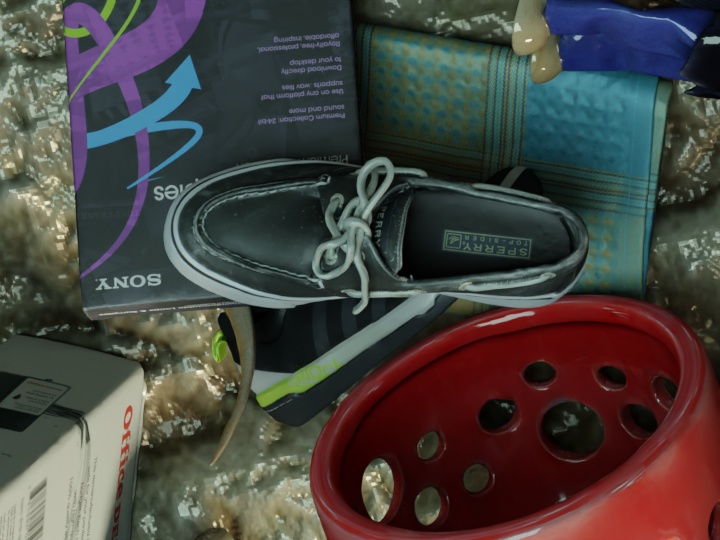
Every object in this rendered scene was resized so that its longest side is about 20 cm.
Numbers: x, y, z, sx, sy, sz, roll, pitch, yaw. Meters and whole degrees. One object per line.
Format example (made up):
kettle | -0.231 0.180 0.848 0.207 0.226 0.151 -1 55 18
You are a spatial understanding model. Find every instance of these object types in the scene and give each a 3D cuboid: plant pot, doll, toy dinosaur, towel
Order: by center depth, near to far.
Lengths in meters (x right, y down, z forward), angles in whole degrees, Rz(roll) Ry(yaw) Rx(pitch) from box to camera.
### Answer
doll | 0.176 -0.096 1.383 0.200 0.136 0.049 12 78 17
plant pot | 0.097 0.136 1.449 0.200 0.201 0.183 -11 122 21
toy dinosaur | -0.071 -0.008 1.498 0.106 0.060 0.200 -60 44 28
towel | 0.053 -0.046 1.498 0.200 0.022 0.147 12 112 15

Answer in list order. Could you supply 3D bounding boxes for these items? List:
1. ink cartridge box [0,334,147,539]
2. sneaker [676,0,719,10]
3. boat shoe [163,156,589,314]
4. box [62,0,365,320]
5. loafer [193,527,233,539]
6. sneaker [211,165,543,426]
ink cartridge box | -0.191 0.136 1.543 0.083 0.200 0.147 15 112 16
sneaker | 0.228 -0.189 1.358 0.080 0.115 0.199 26 148 -13
boat shoe | 0.007 -0.016 1.388 0.199 0.068 0.074 9 81 1
box | -0.070 -0.081 1.453 0.143 0.036 0.201 -5 82 4
loafer | -0.122 0.225 1.621 0.068 0.076 0.200 45 115 5
sneaker | 0.000 0.000 1.482 0.200 0.072 0.083 -40 90 26
